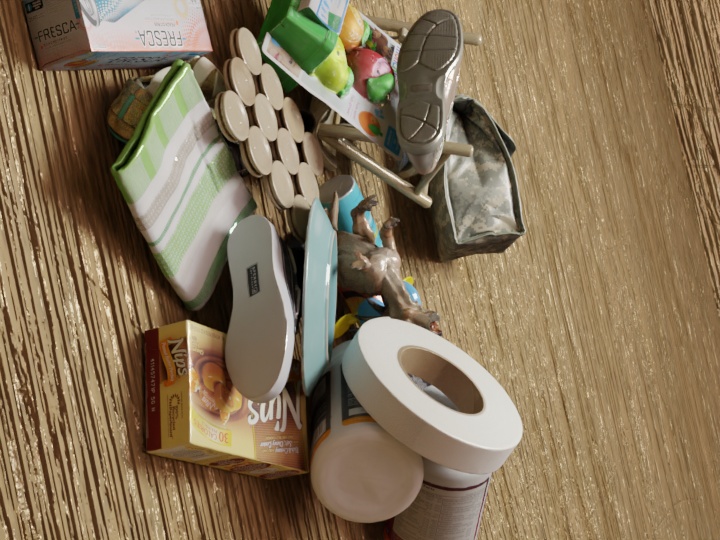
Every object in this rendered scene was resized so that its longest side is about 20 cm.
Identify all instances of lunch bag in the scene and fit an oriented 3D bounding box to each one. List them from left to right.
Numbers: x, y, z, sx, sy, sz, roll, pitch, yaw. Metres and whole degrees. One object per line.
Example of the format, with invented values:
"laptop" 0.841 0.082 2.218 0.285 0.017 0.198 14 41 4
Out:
"lunch bag" 0.147 -0.126 1.755 0.164 0.116 0.202 115 -35 -80

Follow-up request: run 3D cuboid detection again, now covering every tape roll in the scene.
"tape roll" 0.074 0.125 1.337 0.202 0.037 0.203 28 23 -13

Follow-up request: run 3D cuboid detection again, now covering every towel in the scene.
"towel" -0.160 -0.076 1.228 0.201 0.030 0.150 69 34 -49

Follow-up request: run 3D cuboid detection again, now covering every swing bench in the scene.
"swing bench" 0.030 -0.216 1.595 0.199 0.130 0.200 19 55 -15

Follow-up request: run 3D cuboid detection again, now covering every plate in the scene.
"plate" -0.040 0.027 1.326 0.200 0.025 0.202 3 90 -87

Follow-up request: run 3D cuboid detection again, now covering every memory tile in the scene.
"memory tile" -0.091 -0.137 1.335 0.154 0.017 0.200 -85 152 -42

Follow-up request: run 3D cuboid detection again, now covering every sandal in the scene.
"sandal" -0.079 0.007 1.412 0.200 0.048 0.076 -52 128 -72

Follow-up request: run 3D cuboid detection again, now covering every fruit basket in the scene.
"fruit basket" -0.012 -0.240 1.447 0.199 0.094 0.186 32 43 -17

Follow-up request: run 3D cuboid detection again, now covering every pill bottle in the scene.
"pill bottle" 0.004 0.161 1.371 0.200 0.116 0.117 -92 158 -64
"pill bottle" 0.091 0.234 1.466 0.110 0.109 0.201 -50 153 -57

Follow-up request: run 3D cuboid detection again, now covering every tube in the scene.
"tube" 0.007 -0.024 1.586 0.201 0.050 0.078 62 38 -36

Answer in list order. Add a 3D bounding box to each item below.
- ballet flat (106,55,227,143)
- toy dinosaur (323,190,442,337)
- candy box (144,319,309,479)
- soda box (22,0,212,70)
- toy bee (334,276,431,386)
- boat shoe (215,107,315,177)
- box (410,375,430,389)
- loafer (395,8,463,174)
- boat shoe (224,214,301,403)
"ballet flat" -0.172 -0.175 1.273 0.200 0.070 0.071 -37 111 -58
"toy dinosaur" 0.000 0.000 1.449 0.085 0.200 0.136 -25 136 -22
"candy box" -0.124 0.128 1.252 0.200 0.055 0.116 28 54 -56
"soda box" -0.221 -0.228 1.221 0.200 0.063 0.069 -20 96 -63
"toy bee" 0.019 0.065 1.528 0.130 0.109 0.201 -4 66 -31
"boat shoe" -0.112 -0.141 1.394 0.200 0.057 0.067 -38 111 -60
"box" 0.071 0.186 1.618 0.144 0.036 0.201 60 31 -27
"loafer" 0.075 -0.199 1.456 0.063 0.071 0.201 76 22 -56
"boat shoe" -0.086 0.043 1.246 0.068 0.071 0.201 42 30 -46
